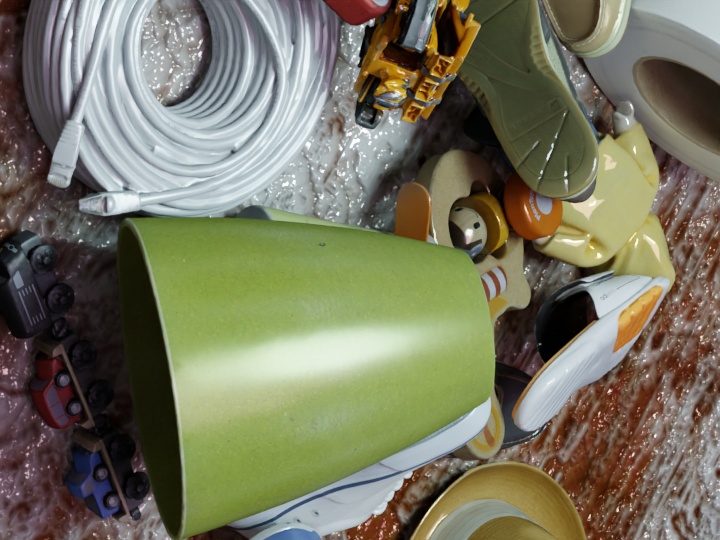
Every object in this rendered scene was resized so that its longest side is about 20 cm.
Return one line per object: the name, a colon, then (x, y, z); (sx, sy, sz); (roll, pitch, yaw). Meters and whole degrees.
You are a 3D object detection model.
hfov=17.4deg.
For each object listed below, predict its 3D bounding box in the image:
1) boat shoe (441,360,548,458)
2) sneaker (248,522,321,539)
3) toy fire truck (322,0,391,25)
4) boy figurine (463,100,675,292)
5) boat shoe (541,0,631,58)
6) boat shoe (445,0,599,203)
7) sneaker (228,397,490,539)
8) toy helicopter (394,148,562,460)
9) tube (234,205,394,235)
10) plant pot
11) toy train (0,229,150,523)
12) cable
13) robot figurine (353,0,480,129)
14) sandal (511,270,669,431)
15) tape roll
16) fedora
boat shoe: (0.058, 0.095, 1.569); (0.199, 0.073, 0.075); (4, 98, -38)
sneaker: (-0.037, 0.269, 1.477); (0.080, 0.115, 0.201); (-13, 129, -15)
toy fire truck: (-0.037, -0.260, 1.356); (0.200, 0.112, 0.169); (41, 48, -35)
boy figurine: (0.159, -0.059, 1.621); (0.200, 0.064, 0.125); (45, 72, -36)
boat shoe: (0.125, -0.237, 1.525); (0.066, 0.074, 0.202); (2, 75, -51)
boat shoe: (0.098, -0.129, 1.520); (0.071, 0.202, 0.066); (-26, 162, 3)
sneaker: (0.001, 0.119, 1.483); (0.071, 0.199, 0.073); (45, 31, -42)
toy helicopter: (0.064, 0.020, 1.504); (0.132, 0.078, 0.202); (13, 71, -49)
tube: (0.000, 0.000, 1.522); (0.199, 0.052, 0.058); (15, 120, -44)
plant pot: (-0.029, 0.047, 1.382); (0.198, 0.187, 0.189); (-9, 107, -13)
toy train: (-0.176, 0.071, 1.409); (0.046, 0.034, 0.201); (-31, 117, -25)
cable: (-0.106, -0.130, 1.398); (0.199, 0.069, 0.202); (4, 97, -39)
robot figurine: (0.045, -0.180, 1.436); (0.058, 0.145, 0.201); (18, 60, -9)
sandal: (0.143, 0.039, 1.572); (0.206, 0.059, 0.079); (-30, 155, -55)
tape roll: (0.266, -0.162, 1.595); (0.140, 0.202, 0.203); (-53, 126, -15)
fedora: (0.110, 0.235, 1.633); (0.199, 0.082, 0.203); (-9, 104, -36)
